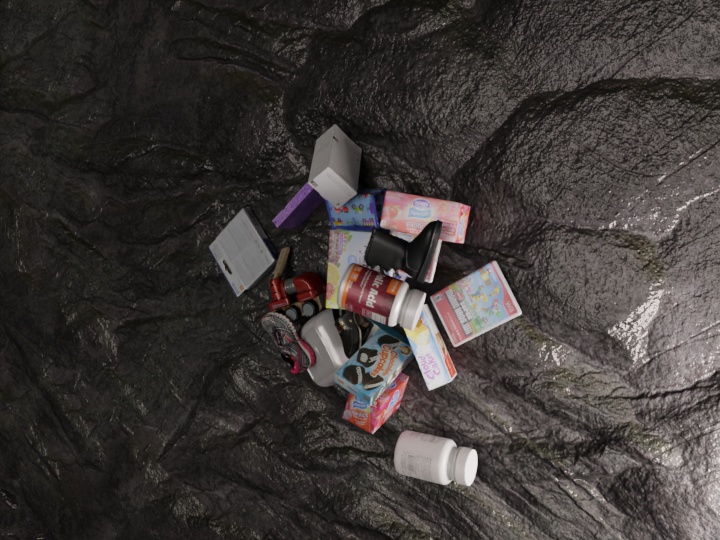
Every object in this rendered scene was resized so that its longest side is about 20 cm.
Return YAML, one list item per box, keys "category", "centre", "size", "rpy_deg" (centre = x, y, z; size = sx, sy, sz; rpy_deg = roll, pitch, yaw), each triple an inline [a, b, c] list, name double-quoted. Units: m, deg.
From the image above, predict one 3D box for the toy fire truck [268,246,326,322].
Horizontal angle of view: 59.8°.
- category: "toy fire truck"
  centre: [-0.191, 0.034, 1.816]
  size: [0.174, 0.128, 0.203]
  rpy_deg: [-17, 97, 31]

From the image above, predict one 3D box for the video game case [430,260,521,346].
- category: "video game case"
  centre: [0.286, 0.086, 1.572]
  size: [0.199, 0.017, 0.145]
  rpy_deg: [-32, 79, 30]

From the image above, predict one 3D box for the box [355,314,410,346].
- category: "box"
  centre: [0.046, 0.184, 1.719]
  size: [0.199, 0.049, 0.083]
  rpy_deg: [35, 112, 22]

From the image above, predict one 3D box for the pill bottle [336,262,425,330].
- category: "pill bottle"
  centre: [0.051, 0.066, 1.518]
  size: [0.197, 0.114, 0.116]
  rpy_deg: [20, 106, 12]

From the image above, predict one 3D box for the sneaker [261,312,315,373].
- category: "sneaker"
  centre: [-0.210, 0.198, 1.750]
  size: [0.200, 0.074, 0.081]
  rpy_deg: [45, 132, 18]

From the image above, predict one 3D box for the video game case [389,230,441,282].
- category: "video game case"
  centre: [0.141, -0.085, 1.619]
  size: [0.141, 0.017, 0.204]
  rpy_deg: [15, 96, 22]

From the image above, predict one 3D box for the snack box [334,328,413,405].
- category: "snack box"
  centre: [0.038, 0.241, 1.590]
  size: [0.115, 0.200, 0.038]
  rpy_deg: [28, 136, 23]

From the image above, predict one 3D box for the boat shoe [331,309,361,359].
- category: "boat shoe"
  centre: [-0.042, 0.145, 1.681]
  size: [0.074, 0.062, 0.205]
  rpy_deg: [-40, 49, 43]

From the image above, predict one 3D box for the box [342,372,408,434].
- category: "box"
  centre: [0.043, 0.331, 1.648]
  size: [0.094, 0.199, 0.101]
  rpy_deg: [22, 107, 19]

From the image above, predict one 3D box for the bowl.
- category: "bowl"
  centre: [-0.105, 0.228, 1.772]
  size: [0.200, 0.074, 0.202]
  rpy_deg: [-39, 76, 48]

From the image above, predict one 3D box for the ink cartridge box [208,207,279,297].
- category: "ink cartridge box"
  centre: [-0.361, -0.054, 1.938]
  size: [0.199, 0.040, 0.201]
  rpy_deg: [-39, 76, 29]

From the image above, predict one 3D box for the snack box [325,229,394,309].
- category: "snack box"
  centre: [0.000, 0.000, 1.620]
  size: [0.165, 0.068, 0.204]
  rpy_deg: [5, 95, 10]

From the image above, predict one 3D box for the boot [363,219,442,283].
- category: "boot"
  centre: [0.099, -0.061, 1.488]
  size: [0.160, 0.074, 0.200]
  rpy_deg: [21, 138, 7]

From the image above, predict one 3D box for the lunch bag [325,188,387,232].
- category: "lunch bag"
  centre: [-0.002, -0.114, 1.701]
  size: [0.148, 0.094, 0.204]
  rpy_deg: [2, 109, 27]

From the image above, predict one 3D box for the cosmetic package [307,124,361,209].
- category: "cosmetic package"
  centre: [-0.064, -0.272, 1.631]
  size: [0.081, 0.112, 0.202]
  rpy_deg: [-34, 35, 30]

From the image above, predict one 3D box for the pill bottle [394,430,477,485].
- category: "pill bottle"
  centre: [0.196, 0.491, 1.629]
  size: [0.197, 0.114, 0.117]
  rpy_deg: [4, 98, 31]

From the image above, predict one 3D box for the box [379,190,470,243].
- category: "box"
  centre: [0.159, -0.132, 1.546]
  size: [0.197, 0.102, 0.097]
  rpy_deg: [13, 96, 23]

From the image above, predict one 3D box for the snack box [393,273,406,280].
- category: "snack box"
  centre: [0.103, -0.018, 1.674]
  size: [0.071, 0.024, 0.202]
  rpy_deg: [35, 112, 20]

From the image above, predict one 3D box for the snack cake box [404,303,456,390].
- category: "snack cake box"
  centre: [0.173, 0.191, 1.599]
  size: [0.066, 0.115, 0.203]
  rpy_deg: [-24, 83, 12]

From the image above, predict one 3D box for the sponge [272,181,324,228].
- category: "sponge"
  centre: [-0.150, -0.192, 1.754]
  size: [0.200, 0.111, 0.030]
  rpy_deg: [-43, 73, 27]
